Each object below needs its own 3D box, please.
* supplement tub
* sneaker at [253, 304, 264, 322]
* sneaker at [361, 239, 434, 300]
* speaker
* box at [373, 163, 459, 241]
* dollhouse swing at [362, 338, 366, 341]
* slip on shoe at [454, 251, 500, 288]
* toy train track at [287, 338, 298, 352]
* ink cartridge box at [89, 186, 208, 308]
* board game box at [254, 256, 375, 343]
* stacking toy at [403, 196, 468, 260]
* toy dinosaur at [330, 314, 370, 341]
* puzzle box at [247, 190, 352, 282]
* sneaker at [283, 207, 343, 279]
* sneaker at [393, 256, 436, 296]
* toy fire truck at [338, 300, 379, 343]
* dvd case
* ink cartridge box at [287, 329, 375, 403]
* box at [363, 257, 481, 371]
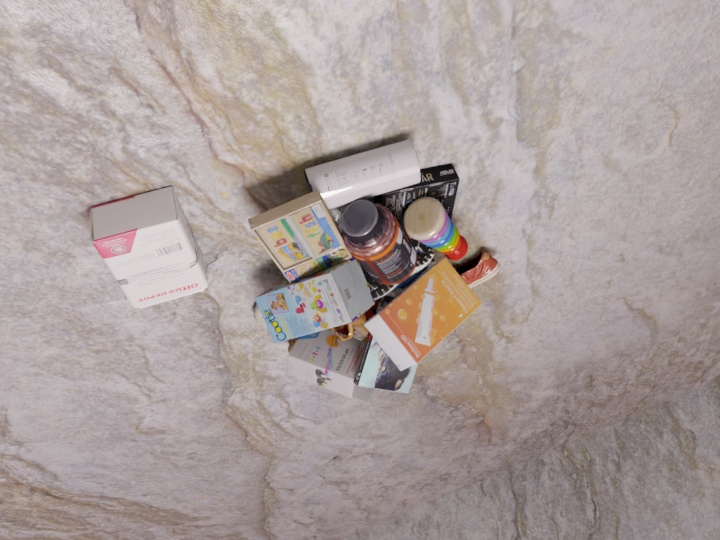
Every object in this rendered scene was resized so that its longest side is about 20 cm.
[{"bbox_3d":[0.032,-0.054,1.245,0.106,0.108,0.200,-26,152,9],"label":"supplement tub"},{"bbox_3d":[-0.135,0.081,1.448,0.198,0.094,0.071,-22,146,3],"label":"sneaker"},{"bbox_3d":[0.064,0.018,1.385,0.198,0.079,0.089,-28,154,-10],"label":"sneaker"},{"bbox_3d":[0.005,-0.168,1.191,0.198,0.082,0.082,-17,146,-5],"label":"speaker"},{"bbox_3d":[0.105,-0.114,1.348,0.158,0.044,0.201,-13,145,-11],"label":"box"},{"bbox_3d":[0.118,0.207,1.696,0.175,0.183,0.200,30,124,-24],"label":"dollhouse swing"},{"bbox_3d":[0.231,0.018,1.583,0.199,0.074,0.061,-33,109,28],"label":"slip on shoe"},{"bbox_3d":[-0.125,0.116,1.562,0.113,0.033,0.201,10,130,-26],"label":"toy train track"},{"bbox_3d":[-0.366,-0.035,1.183,0.145,0.083,0.201,-16,145,-6],"label":"ink cartridge box"},{"bbox_3d":[-0.090,0.058,1.323,0.198,0.106,0.103,-17,-170,33],"label":"board game box"},{"bbox_3d":[0.161,-0.068,1.334,0.085,0.086,0.200,-31,148,16],"label":"stacking toy"},{"bbox_3d":[-0.010,0.106,1.413,0.106,0.060,0.201,-36,116,-14],"label":"toy dinosaur"},{"bbox_3d":[-0.103,-0.055,1.204,0.132,0.026,0.200,-22,148,5],"label":"puzzle box"},{"bbox_3d":[-0.088,-0.046,1.299,0.088,0.076,0.201,18,132,-16],"label":"sneaker"},{"bbox_3d":[0.127,0.016,1.510,0.115,0.074,0.200,-25,144,13],"label":"sneaker"},{"bbox_3d":[0.027,0.129,1.549,0.200,0.142,0.049,-41,141,12],"label":"toy fire truck"},{"bbox_3d":[0.075,0.161,1.456,0.145,0.022,0.202,15,94,-34],"label":"dvd case"},{"bbox_3d":[-0.051,0.204,1.503,0.198,0.116,0.068,18,133,10],"label":"ink cartridge box"},{"bbox_3d":[0.127,0.089,1.372,0.199,0.125,0.097,-39,178,-24],"label":"box"}]
